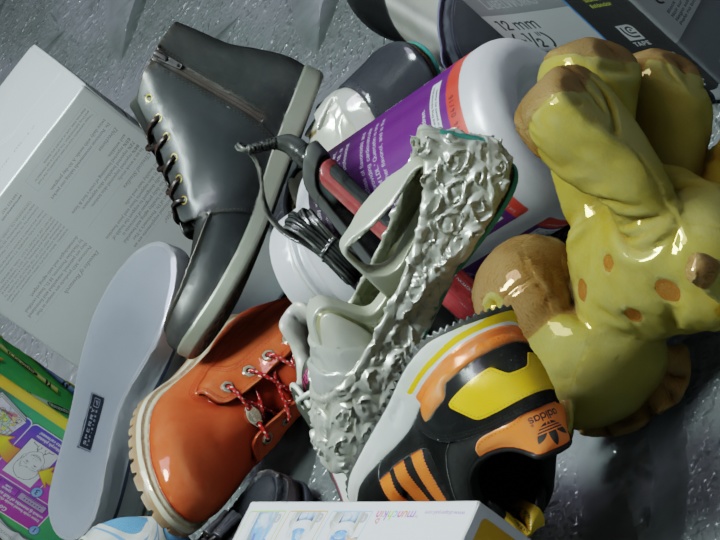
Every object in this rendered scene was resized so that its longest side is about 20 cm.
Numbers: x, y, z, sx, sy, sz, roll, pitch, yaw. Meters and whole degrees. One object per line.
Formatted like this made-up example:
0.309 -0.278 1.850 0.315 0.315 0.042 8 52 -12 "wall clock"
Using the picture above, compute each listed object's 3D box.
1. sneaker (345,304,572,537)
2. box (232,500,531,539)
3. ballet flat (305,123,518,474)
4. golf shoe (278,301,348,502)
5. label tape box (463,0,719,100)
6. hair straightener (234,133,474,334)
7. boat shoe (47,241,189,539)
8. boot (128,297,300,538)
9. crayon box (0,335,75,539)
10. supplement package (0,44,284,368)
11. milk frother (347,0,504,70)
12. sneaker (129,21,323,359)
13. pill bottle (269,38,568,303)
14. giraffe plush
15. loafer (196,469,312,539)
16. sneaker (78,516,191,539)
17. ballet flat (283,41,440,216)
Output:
0.050 0.104 1.223 0.090 0.070 0.200 58 153 25 "sneaker"
0.016 0.182 1.229 0.200 0.112 0.102 -7 51 54 "box"
0.010 0.009 1.319 0.200 0.072 0.072 -62 24 13 "ballet flat"
-0.001 0.091 1.402 0.077 0.088 0.200 -45 28 11 "golf shoe"
0.115 -0.172 1.409 0.143 0.200 0.066 1 58 59 "label tape box"
0.000 0.000 1.417 0.077 0.200 0.041 -55 -11 34 "hair straightener"
-0.140 0.080 1.612 0.074 0.065 0.200 30 102 45 "boat shoe"
-0.068 0.077 1.520 0.107 0.075 0.200 -25 23 32 "boot"
-0.248 0.112 1.649 0.119 0.200 0.058 -46 29 13 "crayon box"
-0.172 -0.022 1.693 0.152 0.200 0.151 -52 25 0 "supplement package"
0.062 -0.228 1.572 0.181 0.200 0.188 -48 26 -1 "milk frother"
-0.105 -0.049 1.548 0.075 0.106 0.200 112 179 -71 "sneaker"
0.041 -0.043 1.470 0.200 0.112 0.113 -32 32 35 "pill bottle"
0.128 0.005 1.262 0.162 0.172 0.200 -50 59 30 "giraffe plush"
-0.092 0.195 1.445 0.072 0.063 0.200 -9 49 56 "loafer"
-0.159 0.195 1.554 0.072 0.072 0.200 -28 -2 -31 "sneaker"
-0.006 -0.073 1.574 0.073 0.073 0.200 -67 6 -28 "ballet flat"
